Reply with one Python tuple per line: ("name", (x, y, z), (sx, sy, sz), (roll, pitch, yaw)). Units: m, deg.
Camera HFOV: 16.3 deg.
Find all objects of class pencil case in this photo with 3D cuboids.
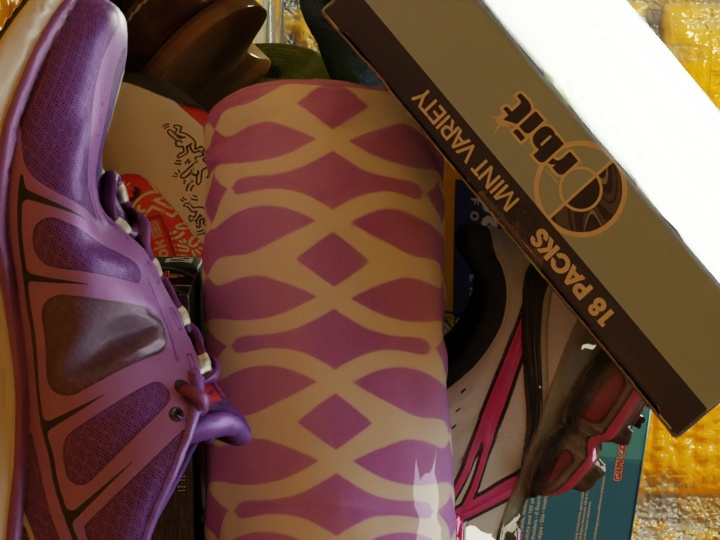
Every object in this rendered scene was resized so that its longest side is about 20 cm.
("pencil case", (-0.013, 0.037, 0.796), (0.085, 0.083, 0.202), (142, -49, -64))

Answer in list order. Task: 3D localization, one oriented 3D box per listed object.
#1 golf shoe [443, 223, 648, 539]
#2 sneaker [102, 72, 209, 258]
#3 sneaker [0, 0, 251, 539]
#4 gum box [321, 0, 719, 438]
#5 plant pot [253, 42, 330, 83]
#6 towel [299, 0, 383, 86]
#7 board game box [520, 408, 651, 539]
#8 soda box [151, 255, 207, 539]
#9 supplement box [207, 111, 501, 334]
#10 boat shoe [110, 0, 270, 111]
("golf shoe", (0.020, 0.077, 0.865), (0.201, 0.092, 0.073), (-58, -168, 6))
("sneaker", (-0.076, 0.016, 0.898), (0.067, 0.107, 0.202), (-43, -112, 38))
("sneaker", (-0.072, 0.020, 0.703), (0.081, 0.083, 0.202), (83, 5, -88))
("gum box", (0.085, -0.038, 0.841), (0.170, 0.045, 0.200), (51, 19, 7))
("plant pot", (-0.030, -0.013, 1.223), (0.190, 0.198, 0.202), (63, 24, -60))
("towel", (0.019, -0.115, 1.052), (0.200, 0.048, 0.112), (59, 52, -71))
("board game box", (0.026, 0.106, 1.148), (0.047, 0.198, 0.152), (-152, -111, -72))
("soda box", (-0.080, 0.099, 0.802), (0.071, 0.063, 0.202), (-91, -179, -80))
("supplement box", (0.000, 0.000, 0.987), (0.109, 0.199, 0.110), (-17, 109, -58))
("boat shoe", (-0.082, -0.103, 1.056), (0.070, 0.070, 0.200), (52, -4, 1))
